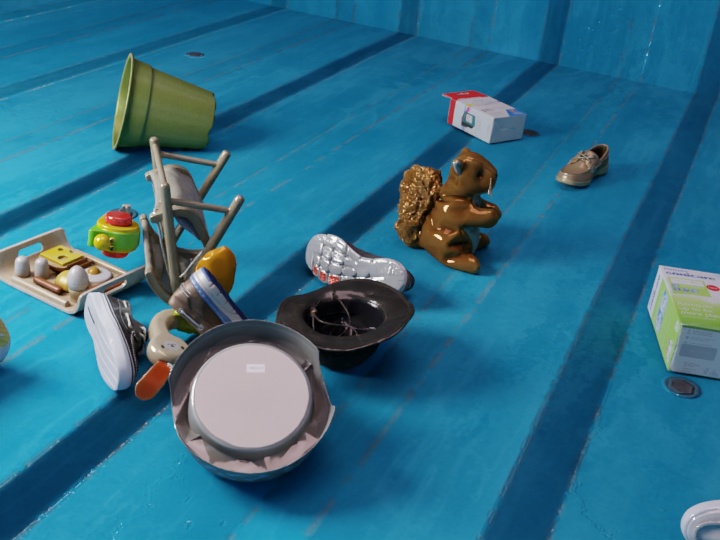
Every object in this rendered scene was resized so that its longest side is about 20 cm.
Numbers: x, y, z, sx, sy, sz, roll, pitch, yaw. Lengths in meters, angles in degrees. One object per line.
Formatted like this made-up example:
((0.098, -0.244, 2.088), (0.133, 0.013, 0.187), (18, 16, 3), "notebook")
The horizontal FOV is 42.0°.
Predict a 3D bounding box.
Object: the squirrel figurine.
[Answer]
((0.152, -0.124, 1.654), (0.198, 0.188, 0.142), (16, 29, 18), "squirrel figurine")

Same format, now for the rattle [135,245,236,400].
((-0.219, 0.074, 1.239), (0.130, 0.143, 0.200), (43, 22, 3), "rattle")

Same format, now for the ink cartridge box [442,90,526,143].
((0.299, -0.384, 2.325), (0.115, 0.068, 0.200), (-12, 33, -33), "ink cartridge box")

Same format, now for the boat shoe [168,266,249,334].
((-0.171, 0.091, 1.213), (0.072, 0.201, 0.072), (-35, 18, 0), "boat shoe")

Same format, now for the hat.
((-0.020, 0.090, 1.324), (0.199, 0.082, 0.201), (-2, 26, 1), "hat")

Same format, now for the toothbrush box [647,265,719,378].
((0.542, 0.081, 1.460), (0.144, 0.087, 0.200), (9, 26, 4), "toothbrush box")

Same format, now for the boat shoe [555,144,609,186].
((0.495, -0.237, 2.087), (0.071, 0.065, 0.200), (23, 31, 29), "boat shoe")

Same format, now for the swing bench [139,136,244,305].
((-0.269, -0.067, 1.426), (0.129, 0.201, 0.199), (9, 24, -21), "swing bench")

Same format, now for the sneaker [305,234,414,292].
((0.000, 0.000, 1.537), (0.199, 0.078, 0.082), (23, 4, 28), "sneaker")

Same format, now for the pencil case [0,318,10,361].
((-0.519, 0.118, 1.143), (0.083, 0.091, 0.200), (49, 34, -5), "pencil case")

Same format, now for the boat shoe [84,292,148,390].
((-0.321, 0.087, 1.266), (0.070, 0.073, 0.200), (1, 31, -28), "boat shoe")

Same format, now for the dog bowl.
((-0.129, 0.158, 1.112), (0.198, 0.059, 0.201), (4, 54, -6), "dog bowl")

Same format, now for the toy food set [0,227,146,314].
((-0.444, -0.009, 1.438), (0.199, 0.061, 0.143), (22, 31, 26), "toy food set")

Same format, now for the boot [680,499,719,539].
((0.447, 0.312, 0.999), (0.198, 0.074, 0.096), (12, 21, 8), "boot")

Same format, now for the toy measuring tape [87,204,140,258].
((-0.371, -0.066, 1.477), (0.073, 0.074, 0.200), (7, 17, 1), "toy measuring tape")

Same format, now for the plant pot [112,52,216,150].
((-0.408, -0.332, 1.969), (0.188, 0.201, 0.200), (11, 24, -21), "plant pot")
